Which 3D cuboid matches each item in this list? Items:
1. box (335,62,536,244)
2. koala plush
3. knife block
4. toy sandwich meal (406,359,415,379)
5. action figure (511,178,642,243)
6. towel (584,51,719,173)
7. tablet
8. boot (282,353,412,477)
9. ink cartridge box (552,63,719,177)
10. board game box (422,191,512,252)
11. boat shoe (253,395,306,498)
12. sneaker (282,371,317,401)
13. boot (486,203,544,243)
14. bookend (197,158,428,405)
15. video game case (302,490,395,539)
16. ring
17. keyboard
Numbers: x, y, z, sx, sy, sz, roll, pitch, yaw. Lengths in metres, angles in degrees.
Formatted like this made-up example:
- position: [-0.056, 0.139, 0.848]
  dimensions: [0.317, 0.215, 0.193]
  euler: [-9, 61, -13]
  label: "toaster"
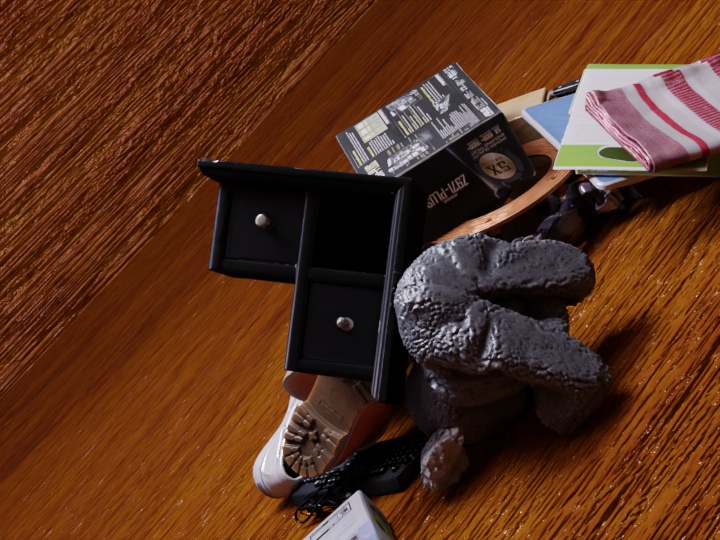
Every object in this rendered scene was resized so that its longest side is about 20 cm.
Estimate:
- position: [0.078, -0.125, 1.669]
  dimensions: [0.164, 0.086, 0.200]
  euler: [-32, 25, 2]
  label: "box"
- position: [0.097, 0.084, 1.360]
  dimensions: [0.200, 0.184, 0.177]
  euler: [113, 163, -47]
  label: "koala plush"
- position: [0.192, -0.171, 1.781]
  dimensions: [0.064, 0.200, 0.176]
  euler: [-67, -1, -57]
  label: "knife block"
- position: [0.061, 0.052, 1.684]
  dimensions: [0.205, 0.070, 0.205]
  euler: [-39, 16, 13]
  label: "toy sandwich meal"
- position: [0.212, -0.053, 1.600]
  dimensions: [0.200, 0.069, 0.130]
  euler: [-47, 10, -25]
  label: "action figure"
- position: [0.327, -0.156, 1.434]
  dimensions: [0.200, 0.023, 0.144]
  euler: [-18, 35, -11]
  label: "towel"
- position: [0.264, -0.143, 1.605]
  dimensions: [0.130, 0.014, 0.200]
  euler: [-17, 33, -11]
  label: "tablet"
- position: [0.008, 0.109, 1.501]
  dimensions: [0.107, 0.075, 0.200]
  euler: [-7, -44, -55]
  label: "boot"
- position: [0.275, -0.121, 1.487]
  dimensions: [0.148, 0.076, 0.200]
  euler: [3, 36, 19]
  label: "ink cartridge box"
- position: [0.098, -0.044, 1.682]
  dimensions: [0.103, 0.019, 0.200]
  euler: [-20, 21, 35]
  label: "board game box"
- position: [-0.046, 0.159, 1.671]
  dimensions: [0.065, 0.074, 0.200]
  euler: [-33, 28, 53]
  label: "boat shoe"
- position: [-0.007, 0.067, 1.591]
  dimensions: [0.200, 0.071, 0.080]
  euler: [-31, 32, 44]
  label: "sneaker"
- position: [0.156, -0.047, 1.759]
  dimensions: [0.075, 0.074, 0.200]
  euler: [-26, 14, -16]
  label: "boot"
- position: [-0.053, 0.010, 1.394]
  dimensions: [0.092, 0.200, 0.199]
  euler: [25, -108, -77]
  label: "bookend"
- position: [-0.049, 0.301, 1.335]
  dimensions: [0.200, 0.045, 0.181]
  euler: [-42, 14, 3]
  label: "video game case"
- position: [0.149, -0.082, 1.641]
  dimensions: [0.200, 0.019, 0.200]
  euler: [-29, 19, 11]
  label: "ring"
- position: [-0.010, 0.197, 1.531]
  dimensions: [0.200, 0.040, 0.104]
  euler: [-23, 24, 53]
  label: "keyboard"
